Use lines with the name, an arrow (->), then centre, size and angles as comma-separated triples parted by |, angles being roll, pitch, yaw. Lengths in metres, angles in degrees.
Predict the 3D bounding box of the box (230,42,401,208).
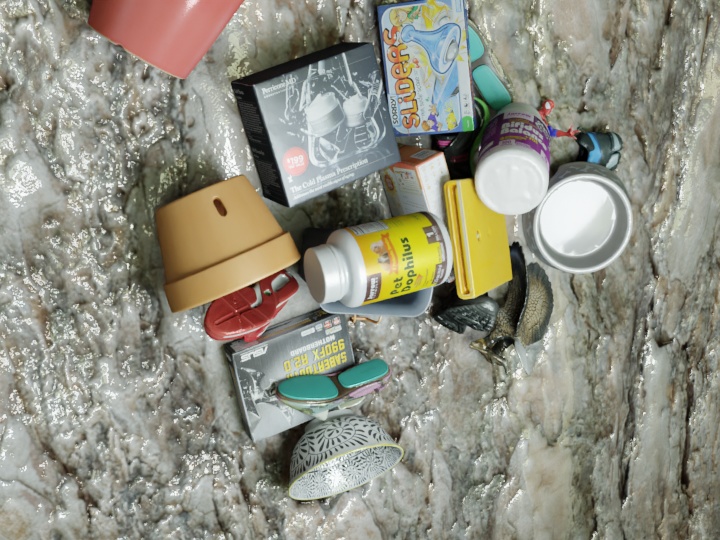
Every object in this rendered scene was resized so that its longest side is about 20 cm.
box -> -0.064, -0.219, 1.291 | 0.198, 0.104, 0.185 | -25, 112, -20

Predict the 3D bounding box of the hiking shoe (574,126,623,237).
hiking shoe -> 0.411, -0.154, 1.590 | 0.085, 0.074, 0.204 | 6, 98, -9

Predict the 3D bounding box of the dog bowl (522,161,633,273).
dog bowl -> 0.387, -0.087, 1.540 | 0.196, 0.059, 0.204 | 0, 107, 1

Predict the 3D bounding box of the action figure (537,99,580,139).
action figure -> 0.296, -0.200, 1.494 | 0.065, 0.099, 0.202 | 27, 87, -31

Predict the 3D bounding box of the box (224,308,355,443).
box -> -0.106, 0.163, 1.400 | 0.197, 0.048, 0.161 | -19, 111, -22

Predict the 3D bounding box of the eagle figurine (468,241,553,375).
eagle figurine -> 0.269, 0.069, 1.533 | 0.150, 0.152, 0.201 | 37, 90, -10

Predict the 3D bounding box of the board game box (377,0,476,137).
board game box -> 0.104, -0.314, 1.350 | 0.133, 0.034, 0.203 | -3, 109, 17

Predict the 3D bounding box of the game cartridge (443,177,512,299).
game cartridge -> 0.189, -0.058, 1.381 | 0.199, 0.032, 0.180 | -16, 99, -64

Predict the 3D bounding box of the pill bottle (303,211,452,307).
pill bottle -> 0.024, -0.013, 1.233 | 0.197, 0.109, 0.111 | -14, 109, -24

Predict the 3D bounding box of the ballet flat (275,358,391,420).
ballet flat -> -0.041, 0.195, 1.384 | 0.197, 0.069, 0.072 | -13, 129, -25

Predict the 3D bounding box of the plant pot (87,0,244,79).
plant pot -> -0.247, -0.359, 1.117 | 0.199, 0.200, 0.179 | 25, 101, -30

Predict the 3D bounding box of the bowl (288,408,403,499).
bowl -> -0.037, 0.288, 1.424 | 0.198, 0.095, 0.202 | -18, 153, -9

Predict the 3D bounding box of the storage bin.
storage bin -> 0.000, 0.000, 1.364 | 0.197, 0.134, 0.148 | 4, 101, -28

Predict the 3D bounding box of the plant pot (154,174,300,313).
plant pot -> -0.199, -0.044, 1.228 | 0.198, 0.200, 0.142 | -25, 96, -20

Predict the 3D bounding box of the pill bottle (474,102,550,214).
pill bottle -> 0.241, -0.183, 1.367 | 0.110, 0.201, 0.114 | 6, 126, 9

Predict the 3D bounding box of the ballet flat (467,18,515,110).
ballet flat -> 0.188, -0.347, 1.415 | 0.200, 0.067, 0.076 | 46, 36, -33

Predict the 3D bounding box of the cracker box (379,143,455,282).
cracker box -> 0.102, -0.094, 1.394 | 0.057, 0.134, 0.203 | -26, 114, -20

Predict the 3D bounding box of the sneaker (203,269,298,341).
sneaker -> -0.170, 0.080, 1.283 | 0.199, 0.078, 0.116 | -30, 156, -53

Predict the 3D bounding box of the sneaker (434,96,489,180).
sneaker -> 0.148, -0.189, 1.427 | 0.083, 0.076, 0.204 | 15, 85, -38

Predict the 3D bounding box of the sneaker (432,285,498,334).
sneaker -> 0.179, 0.049, 1.448 | 0.075, 0.200, 0.092 | 31, 78, -11
